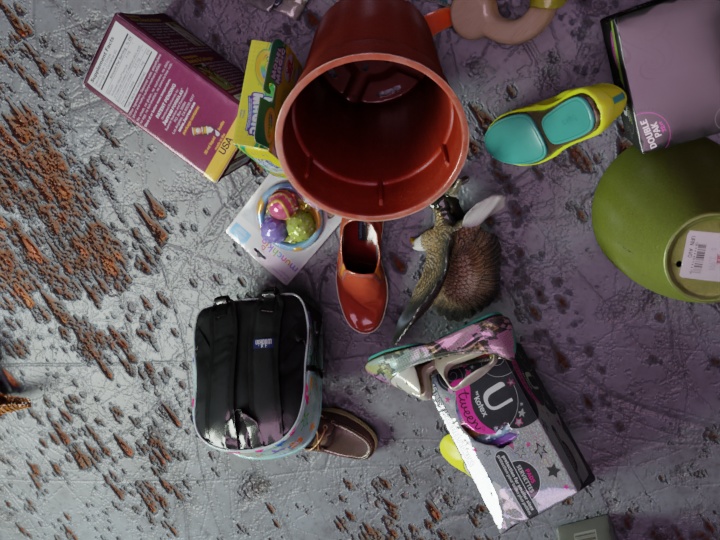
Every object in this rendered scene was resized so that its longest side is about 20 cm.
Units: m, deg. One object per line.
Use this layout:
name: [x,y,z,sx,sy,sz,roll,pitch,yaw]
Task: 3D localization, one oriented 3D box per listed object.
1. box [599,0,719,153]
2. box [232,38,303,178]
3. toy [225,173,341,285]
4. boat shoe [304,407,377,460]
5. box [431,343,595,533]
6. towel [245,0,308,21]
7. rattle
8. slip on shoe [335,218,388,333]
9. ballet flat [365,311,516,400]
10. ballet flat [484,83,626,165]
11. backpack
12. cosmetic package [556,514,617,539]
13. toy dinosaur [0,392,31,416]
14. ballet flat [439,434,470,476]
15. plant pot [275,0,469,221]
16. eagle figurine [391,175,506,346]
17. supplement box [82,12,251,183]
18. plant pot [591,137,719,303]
box: [0.377,-0.231,0.800,0.197,0.124,0.151,-14,104,16]
box: [-0.096,-0.180,0.855,0.047,0.200,0.120,10,87,6]
toy: [-0.087,-0.080,0.983,0.115,0.047,0.200,41,110,-3]
boat shoe: [-0.073,0.233,1.071,0.197,0.072,0.073,23,111,3]
box: [0.190,0.202,0.938,0.114,0.132,0.202,-35,69,18]
towel: [-0.120,-0.425,0.882,0.190,0.035,0.202,26,112,1]
rattle: [0.167,-0.327,0.864,0.199,0.143,0.131,-16,115,53]
slip on shoe: [0.000,0.000,0.979,0.073,0.061,0.203,5,120,7]
ballet flat: [0.095,0.113,0.895,0.197,0.069,0.072,-22,63,22]
ballet flat: [0.221,-0.166,0.843,0.066,0.199,0.068,-30,99,-22]
backpack: [-0.132,0.147,0.988,0.174,0.151,0.203,-8,63,13]
cosmetic package: [0.350,0.465,1.049,0.089,0.107,0.203,-18,102,16]
toy dinosaur: [-0.603,0.182,1.162,0.196,0.103,0.137,-5,131,-2]
ballet flat: [0.206,0.272,1.032,0.196,0.067,0.068,13,111,7]
plant pot: [0.013,-0.195,0.824,0.197,0.197,0.203,1,134,1]
eagle figurine: [0.105,-0.014,0.931,0.149,0.151,0.204,-5,97,2]
supplement box: [-0.213,-0.216,0.918,0.199,0.131,0.104,37,112,-2]
plant pot: [0.362,-0.042,0.826,0.183,0.200,0.191,3,110,10]
